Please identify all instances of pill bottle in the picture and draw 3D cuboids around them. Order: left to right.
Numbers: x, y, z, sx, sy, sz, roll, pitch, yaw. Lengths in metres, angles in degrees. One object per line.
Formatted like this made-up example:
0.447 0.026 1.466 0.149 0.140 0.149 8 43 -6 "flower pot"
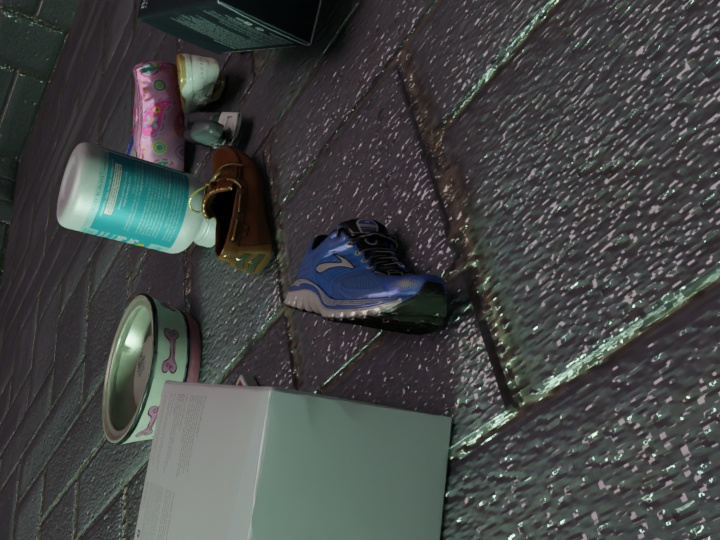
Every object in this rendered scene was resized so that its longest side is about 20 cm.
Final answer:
-0.282 -0.087 0.933 0.111 0.199 0.111 -30 53 49 "pill bottle"

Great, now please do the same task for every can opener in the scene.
-0.223 -0.206 1.014 0.200 0.067 0.054 22 95 57 "can opener"

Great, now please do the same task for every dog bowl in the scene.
-0.281 0.136 0.961 0.200 0.074 0.201 -28 55 50 "dog bowl"

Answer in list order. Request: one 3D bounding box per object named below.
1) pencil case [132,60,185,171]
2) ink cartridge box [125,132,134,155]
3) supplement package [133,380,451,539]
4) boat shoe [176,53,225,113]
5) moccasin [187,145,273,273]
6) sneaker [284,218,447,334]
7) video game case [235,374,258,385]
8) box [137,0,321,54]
-0.324 -0.228 1.135 0.087 0.087 0.201 -1 88 57 "pencil case"
-0.374 -0.218 1.278 0.200 0.042 0.120 41 111 52 "ink cartridge box"
-0.058 0.169 0.532 0.200 0.150 0.153 -11 68 55 "supplement package"
-0.237 -0.278 1.073 0.200 0.069 0.071 -157 62 -76 "boat shoe"
-0.159 -0.081 0.856 0.074 0.077 0.202 -47 42 37 "moccasin"
0.000 0.000 0.580 0.200 0.078 0.090 9 88 58 "sneaker"
-0.135 0.232 0.750 0.143 0.017 0.201 45 116 54 "video game case"
-0.133 -0.359 0.789 0.196 0.124 0.201 15 92 49 "box"
